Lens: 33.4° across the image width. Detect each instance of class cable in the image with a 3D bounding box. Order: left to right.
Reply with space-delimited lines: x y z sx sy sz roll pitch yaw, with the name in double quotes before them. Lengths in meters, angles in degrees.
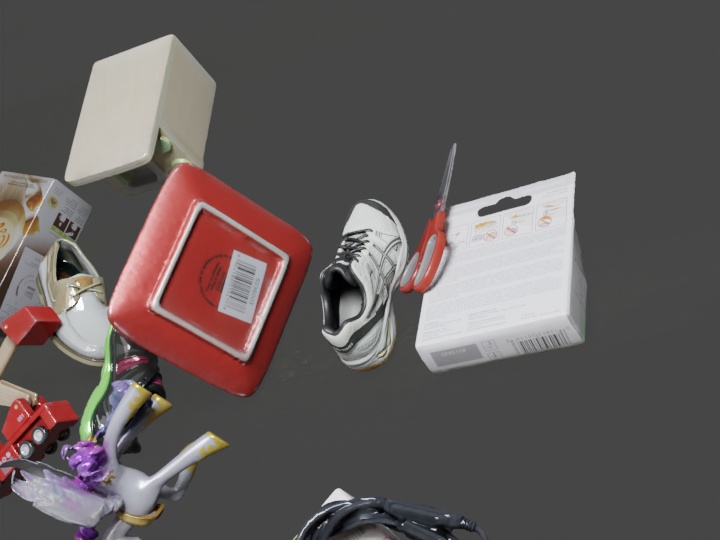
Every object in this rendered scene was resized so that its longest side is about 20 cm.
"cable" 0.012 0.275 1.029 0.198 0.051 0.165 6 70 31

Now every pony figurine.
"pony figurine" -0.262 0.218 1.245 0.201 0.192 0.166 -56 17 -7

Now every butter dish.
"butter dish" -0.184 0.016 1.323 0.147 0.199 0.202 -9 55 55

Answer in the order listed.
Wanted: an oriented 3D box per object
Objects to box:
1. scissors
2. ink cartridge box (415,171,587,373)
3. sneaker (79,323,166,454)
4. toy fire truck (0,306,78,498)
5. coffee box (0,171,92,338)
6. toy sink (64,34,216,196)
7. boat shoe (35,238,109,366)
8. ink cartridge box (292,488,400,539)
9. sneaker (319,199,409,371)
"scissors" 0.086 -0.061 1.257 0.073 0.014 0.202 -35 30 63
"ink cartridge box" 0.145 0.002 1.201 0.159 0.050 0.201 -14 39 26
"sneaker" -0.253 0.120 1.367 0.083 0.077 0.202 5 69 15
"toy fire truck" -0.402 0.154 1.396 0.200 0.049 0.141 -45 72 16
"coffee box" -0.449 -0.019 1.556 0.113 0.080 0.202 9 68 36
"toy sink" -0.271 -0.173 1.513 0.129 0.112 0.202 -14 52 25
"boat shoe" -0.343 0.036 1.449 0.200 0.074 0.069 46 127 41
"ink cartridge box" 0.015 0.306 1.079 0.117 0.067 0.200 -48 49 -3
"sneaker" 0.000 0.000 1.255 0.075 0.088 0.202 -16 54 26
